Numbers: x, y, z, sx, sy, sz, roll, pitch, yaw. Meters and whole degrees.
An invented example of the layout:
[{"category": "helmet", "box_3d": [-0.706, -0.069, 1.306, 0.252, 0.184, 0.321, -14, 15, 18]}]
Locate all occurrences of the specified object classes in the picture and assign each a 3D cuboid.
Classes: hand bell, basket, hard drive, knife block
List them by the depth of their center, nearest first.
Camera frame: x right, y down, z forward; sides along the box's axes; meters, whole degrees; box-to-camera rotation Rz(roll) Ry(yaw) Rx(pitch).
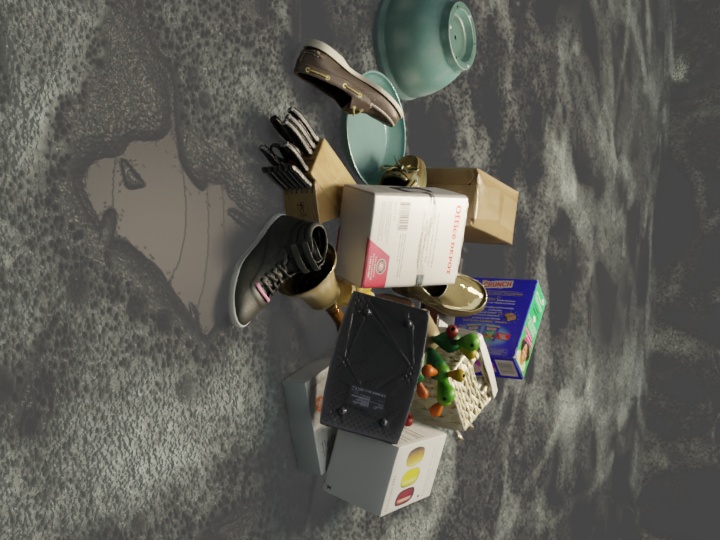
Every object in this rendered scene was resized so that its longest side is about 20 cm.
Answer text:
[{"category": "hard drive", "box_3d": [0.021, 0.144, 1.348, 0.042, 0.133, 0.203, 120, -15, -84]}, {"category": "knife block", "box_3d": [-0.072, -0.163, 1.378, 0.199, 0.063, 0.179, -23, 110, -56]}, {"category": "hand bell", "box_3d": [-0.040, 0.062, 1.385, 0.201, 0.103, 0.105, 57, 44, -38]}, {"category": "basket", "box_3d": [0.117, 0.185, 1.569, 0.123, 0.198, 0.137, -47, 128, -40]}]

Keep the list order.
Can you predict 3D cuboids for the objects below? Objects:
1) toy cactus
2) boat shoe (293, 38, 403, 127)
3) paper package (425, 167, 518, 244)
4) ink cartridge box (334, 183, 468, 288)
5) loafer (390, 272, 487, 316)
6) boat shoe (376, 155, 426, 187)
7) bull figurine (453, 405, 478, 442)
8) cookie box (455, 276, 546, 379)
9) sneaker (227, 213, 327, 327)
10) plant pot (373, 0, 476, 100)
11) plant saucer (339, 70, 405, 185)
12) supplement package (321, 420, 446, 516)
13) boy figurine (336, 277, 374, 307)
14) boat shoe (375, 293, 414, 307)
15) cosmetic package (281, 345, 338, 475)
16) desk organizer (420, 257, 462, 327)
[{"category": "toy cactus", "box_3d": [0.105, 0.138, 1.425, 0.101, 0.201, 0.167, 6, 48, -27]}, {"category": "boat shoe", "box_3d": [-0.018, -0.281, 1.423, 0.199, 0.072, 0.060, 34, 76, -28]}, {"category": "paper package", "box_3d": [0.169, -0.118, 1.654, 0.199, 0.188, 0.105, 15, 82, -57]}, {"category": "ink cartridge box", "box_3d": [0.064, -0.055, 1.419, 0.198, 0.084, 0.147, -2, 106, -39]}, {"category": "loafer", "box_3d": [0.147, 0.033, 1.617, 0.197, 0.067, 0.077, 13, 75, -22]}, {"category": "boat shoe", "box_3d": [0.057, -0.133, 1.512, 0.063, 0.072, 0.201, 64, 37, -38]}, {"category": "bull figurine", "box_3d": [0.175, 0.257, 1.766, 0.200, 0.065, 0.122, 39, 25, -43]}, {"category": "cookie box", "box_3d": [0.269, 0.113, 1.838, 0.076, 0.169, 0.202, 61, 42, -41]}, {"category": "sneaker", "box_3d": [-0.113, -0.003, 1.279, 0.071, 0.098, 0.202, 61, 43, -40]}, {"category": "plant pot", "box_3d": [0.130, -0.417, 1.645, 0.199, 0.132, 0.204, -2, 92, -58]}, {"category": "plant saucer", "box_3d": [0.016, -0.238, 1.550, 0.199, 0.035, 0.204, -1, 91, -58]}, {"category": "supplement package", "box_3d": [0.041, 0.303, 1.436, 0.199, 0.108, 0.116, 6, 100, -64]}, {"category": "boy figurine", "box_3d": [0.000, 0.000, 1.499, 0.200, 0.063, 0.126, -37, 123, -57]}, {"category": "boat shoe", "box_3d": [0.046, 0.093, 1.542, 0.202, 0.074, 0.076, -45, 149, -77]}, {"category": "cosmetic package", "box_3d": [-0.040, 0.211, 1.445, 0.199, 0.051, 0.153, -30, 112, -55]}, {"category": "desk organizer", "box_3d": [0.132, 0.064, 1.699, 0.071, 0.076, 0.203, 30, 65, -54]}]
